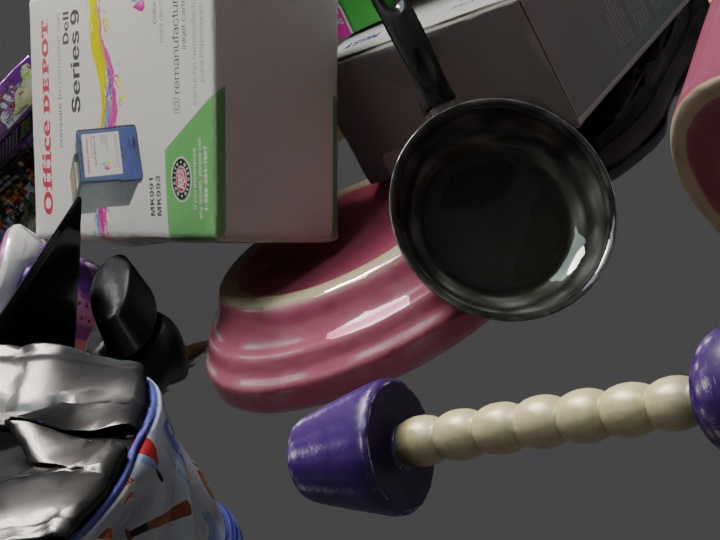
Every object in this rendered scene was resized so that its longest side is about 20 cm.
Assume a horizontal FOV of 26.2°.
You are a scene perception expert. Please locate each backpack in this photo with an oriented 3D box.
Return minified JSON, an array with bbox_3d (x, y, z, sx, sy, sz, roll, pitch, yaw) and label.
[{"bbox_3d":[-0.136,0.125,0.553,0.189,0.155,0.201,-28,24,20],"label":"backpack"}]

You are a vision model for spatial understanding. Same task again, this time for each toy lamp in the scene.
[{"bbox_3d":[0.059,0.061,0.604,0.198,0.059,0.058,-15,22,33],"label":"toy lamp"}]

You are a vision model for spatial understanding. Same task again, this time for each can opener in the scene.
[{"bbox_3d":[-0.130,0.075,0.808,0.063,0.079,0.201,-29,31,16],"label":"can opener"}]

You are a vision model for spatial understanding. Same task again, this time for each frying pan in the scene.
[{"bbox_3d":[0.041,-0.053,0.764,0.115,0.189,0.031,-48,-8,-19],"label":"frying pan"}]

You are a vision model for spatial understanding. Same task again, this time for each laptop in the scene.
[{"bbox_3d":[-0.225,0.084,0.793,0.198,0.117,0.188,-18,26,23],"label":"laptop"}]

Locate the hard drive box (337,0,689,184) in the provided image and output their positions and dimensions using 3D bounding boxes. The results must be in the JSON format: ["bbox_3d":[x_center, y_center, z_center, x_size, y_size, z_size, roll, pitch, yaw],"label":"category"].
[{"bbox_3d":[0.091,-0.146,0.878,0.155,0.077,0.200,-12,25,45],"label":"hard drive box"}]

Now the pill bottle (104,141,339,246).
[{"bbox_3d":[-0.111,-0.079,1.086,0.198,0.112,0.111,-5,28,45],"label":"pill bottle"}]

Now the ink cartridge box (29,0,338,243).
[{"bbox_3d":[-0.104,-0.089,0.870,0.087,0.148,0.199,-2,4,-38],"label":"ink cartridge box"}]

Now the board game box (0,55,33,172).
[{"bbox_3d":[-0.252,-0.065,1.028,0.120,0.032,0.200,-46,2,-16],"label":"board game box"}]

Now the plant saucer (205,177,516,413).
[{"bbox_3d":[0.000,0.000,0.841,0.198,0.051,0.201,-23,21,9],"label":"plant saucer"}]

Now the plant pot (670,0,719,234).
[{"bbox_3d":[0.219,-0.093,0.618,0.199,0.200,0.180,2,50,54],"label":"plant pot"}]

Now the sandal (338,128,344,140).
[{"bbox_3d":[0.041,-0.141,1.145,0.069,0.078,0.211,30,49,27],"label":"sandal"}]

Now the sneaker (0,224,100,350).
[{"bbox_3d":[-0.193,0.025,0.999,0.200,0.087,0.081,162,127,-81],"label":"sneaker"}]

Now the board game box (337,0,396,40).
[{"bbox_3d":[-0.029,-0.174,0.967,0.199,0.041,0.153,-18,22,43],"label":"board game box"}]

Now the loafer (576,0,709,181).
[{"bbox_3d":[0.153,-0.114,0.911,0.071,0.064,0.200,-5,29,42],"label":"loafer"}]

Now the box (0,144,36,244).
[{"bbox_3d":[-0.275,0.009,1.057,0.200,0.038,0.137,-47,4,36],"label":"box"}]
